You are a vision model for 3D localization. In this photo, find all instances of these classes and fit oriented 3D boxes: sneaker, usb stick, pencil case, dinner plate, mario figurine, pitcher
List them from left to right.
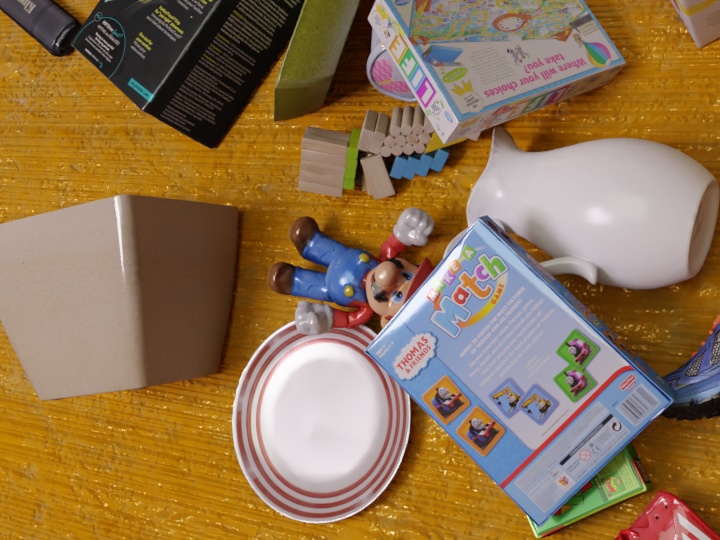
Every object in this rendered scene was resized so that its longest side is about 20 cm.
[{"bbox_3d":[-0.433,-0.344,1.183,0.200,0.033,0.056,39,98,28],"label":"usb stick"},{"bbox_3d":[-0.039,0.144,0.892,0.198,0.024,0.203,-5,78,25],"label":"dinner plate"},{"bbox_3d":[0.000,0.000,0.853,0.198,0.106,0.125,15,110,33],"label":"mario figurine"},{"bbox_3d":[0.052,-0.263,0.869,0.082,0.091,0.202,5,63,0],"label":"pencil case"},{"bbox_3d":[0.180,-0.035,0.756,0.198,0.122,0.172,14,60,32],"label":"pitcher"},{"bbox_3d":[0.205,0.233,0.736,0.198,0.078,0.117,9,75,15],"label":"sneaker"},{"bbox_3d":[0.311,0.050,0.721,0.199,0.075,0.079,-35,57,7],"label":"sneaker"}]

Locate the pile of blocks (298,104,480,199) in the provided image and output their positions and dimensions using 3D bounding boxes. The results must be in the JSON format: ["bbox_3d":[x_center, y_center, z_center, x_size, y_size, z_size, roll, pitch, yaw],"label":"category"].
[{"bbox_3d":[0.031,-0.126,0.903,0.198,0.083,0.062,-11,31,14],"label":"pile of blocks"}]

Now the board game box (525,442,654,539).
[{"bbox_3d":[0.160,0.115,0.786,0.101,0.048,0.202,-30,68,18],"label":"board game box"}]

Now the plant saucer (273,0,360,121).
[{"bbox_3d":[-0.032,-0.249,0.900,0.047,0.200,0.202,20,88,-5],"label":"plant saucer"}]

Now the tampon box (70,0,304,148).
[{"bbox_3d":[-0.182,-0.270,0.990,0.150,0.126,0.201,42,98,28],"label":"tampon box"}]

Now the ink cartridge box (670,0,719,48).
[{"bbox_3d":[0.267,-0.292,0.734,0.083,0.200,0.146,-28,68,21],"label":"ink cartridge box"}]

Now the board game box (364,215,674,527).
[{"bbox_3d":[0.122,0.079,0.721,0.200,0.037,0.152,44,111,9],"label":"board game box"}]

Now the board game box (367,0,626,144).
[{"bbox_3d":[0.122,-0.202,0.796,0.199,0.034,0.135,-22,74,-27],"label":"board game box"}]

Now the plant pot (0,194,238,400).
[{"bbox_3d":[-0.245,0.033,0.932,0.198,0.199,0.179,-10,86,24],"label":"plant pot"}]
